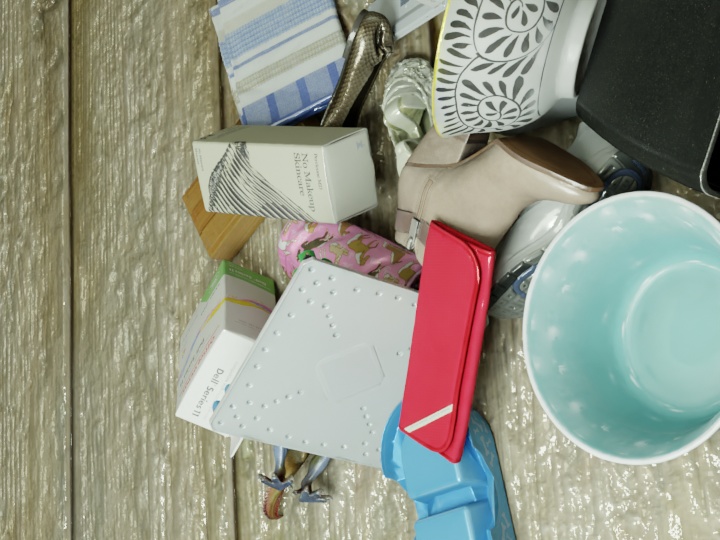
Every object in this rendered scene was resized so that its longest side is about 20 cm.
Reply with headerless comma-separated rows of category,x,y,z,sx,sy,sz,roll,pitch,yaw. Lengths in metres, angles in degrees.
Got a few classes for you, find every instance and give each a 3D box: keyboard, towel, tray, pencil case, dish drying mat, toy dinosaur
keyboard,0.045,-0.260,1.144,0.200,0.011,0.057,170,107,-68
towel,-0.086,-0.247,1.284,0.146,0.024,0.202,-25,63,16
tray,-0.124,-0.116,1.324,0.200,0.037,0.099,-48,54,27
pencil case,0.000,0.000,1.153,0.199,0.086,0.083,27,145,43
dish drying mat,0.072,0.064,1.004,0.077,0.018,0.202,30,122,43
toy dinosaur,-0.065,0.137,1.195,0.200,0.104,0.183,-35,42,47

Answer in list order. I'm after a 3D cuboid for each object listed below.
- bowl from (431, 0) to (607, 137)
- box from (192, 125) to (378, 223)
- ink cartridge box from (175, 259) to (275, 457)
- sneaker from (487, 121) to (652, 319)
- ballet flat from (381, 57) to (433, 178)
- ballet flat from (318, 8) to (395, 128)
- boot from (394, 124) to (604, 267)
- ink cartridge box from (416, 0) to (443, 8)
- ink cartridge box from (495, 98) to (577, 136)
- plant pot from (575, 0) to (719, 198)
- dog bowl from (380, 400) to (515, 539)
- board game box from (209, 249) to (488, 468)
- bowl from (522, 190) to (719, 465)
bowl,0.133,-0.187,0.890,0.093,0.201,0.203,18,96,15
box,-0.079,-0.100,1.176,0.199,0.068,0.083,6,113,44
ink cartridge box,-0.140,0.089,1.222,0.118,0.067,0.201,-59,19,20
sneaker,0.170,-0.040,1.014,0.200,0.074,0.088,-51,35,23
ballet flat,0.056,-0.128,1.130,0.071,0.071,0.202,-32,61,36
ballet flat,-0.007,-0.168,1.187,0.046,0.067,0.202,23,120,6
boot,0.107,-0.050,0.992,0.200,0.070,0.148,41,120,44
ink cartridge box,0.093,-0.310,0.965,0.199,0.115,0.068,-28,66,36
ink cartridge box,0.158,-0.238,1.033,0.145,0.083,0.203,-11,76,43
plant pot,0.275,-0.151,0.843,0.177,0.198,0.202,27,103,56
dog bowl,0.083,0.211,1.060,0.111,0.049,0.202,-27,65,38
board game box,-0.012,0.086,1.065,0.201,0.198,0.026,-58,31,25
bowl,0.235,0.046,0.899,0.199,0.104,0.204,-8,79,43
